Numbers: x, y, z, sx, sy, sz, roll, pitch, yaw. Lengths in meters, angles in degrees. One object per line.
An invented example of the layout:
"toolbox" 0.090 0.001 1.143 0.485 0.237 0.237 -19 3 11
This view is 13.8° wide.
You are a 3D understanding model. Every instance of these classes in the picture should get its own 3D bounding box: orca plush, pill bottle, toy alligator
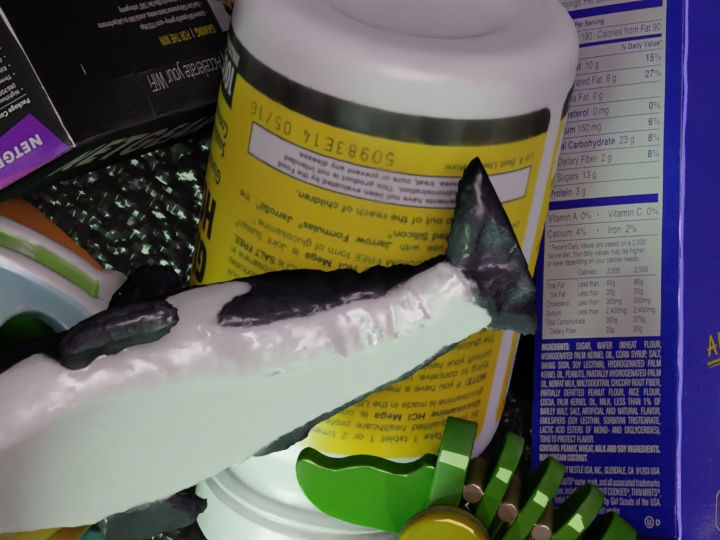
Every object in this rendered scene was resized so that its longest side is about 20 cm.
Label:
"orca plush" -0.052 0.014 0.904 0.200 0.105 0.071 -30 52 5
"pill bottle" 0.000 0.000 0.985 0.112 0.112 0.200 7 116 -8
"toy alligator" 0.073 0.099 0.935 0.200 0.059 0.054 34 104 -3

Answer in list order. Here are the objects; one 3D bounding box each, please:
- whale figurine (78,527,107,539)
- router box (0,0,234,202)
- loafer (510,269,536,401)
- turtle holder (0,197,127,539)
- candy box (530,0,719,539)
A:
"whale figurine" -0.066 0.184 0.996 0.159 0.104 0.200 -31 87 -9
"router box" -0.104 -0.107 0.970 0.051 0.200 0.149 -28 89 22
"loafer" 0.055 -0.051 1.059 0.071 0.073 0.200 -24 96 -24
"turtle holder" -0.143 0.054 0.963 0.132 0.141 0.186 1 54 3
"candy box" 0.140 -0.006 1.021 0.169 0.077 0.200 6 85 -43
